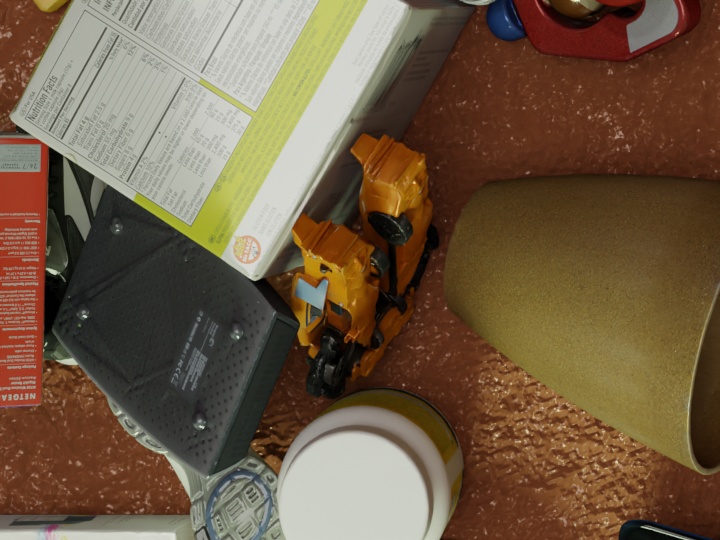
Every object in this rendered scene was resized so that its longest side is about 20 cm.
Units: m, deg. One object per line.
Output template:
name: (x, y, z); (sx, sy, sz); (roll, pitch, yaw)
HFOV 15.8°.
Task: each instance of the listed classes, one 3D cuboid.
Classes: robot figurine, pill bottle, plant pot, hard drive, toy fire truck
robot figurine: (0.000, 0.000, 1.693); (0.058, 0.200, 0.145); (31, 66, 14)
pill bottle: (0.006, 0.140, 1.697); (0.114, 0.200, 0.115); (0, 92, 6)
plant pot: (0.162, 0.014, 1.683); (0.199, 0.186, 0.187); (17, 98, 26)
hard drive: (-0.119, 0.034, 1.695); (0.200, 0.042, 0.135); (38, 112, 43)
toy fire truck: (0.136, -0.229, 1.703); (0.168, 0.112, 0.201); (-23, 90, 40)

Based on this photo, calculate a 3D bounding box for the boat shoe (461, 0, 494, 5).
boat shoe: (0.016, -0.239, 1.707); (0.200, 0.066, 0.070); (45, 108, 31)

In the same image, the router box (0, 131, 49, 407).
router box: (-0.284, -0.008, 1.776); (0.200, 0.049, 0.181); (10, 99, 53)

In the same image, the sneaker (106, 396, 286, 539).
sneaker: (-0.093, 0.136, 1.780); (0.074, 0.087, 0.201); (-33, 80, 7)

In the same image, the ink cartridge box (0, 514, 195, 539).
ink cartridge box: (-0.213, 0.233, 1.827); (0.199, 0.067, 0.118); (-2, 94, 13)

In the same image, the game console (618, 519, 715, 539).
game console: (0.247, 0.268, 1.695); (0.199, 0.118, 0.172); (15, 88, 12)

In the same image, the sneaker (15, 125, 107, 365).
sneaker: (-0.215, -0.030, 1.794); (0.066, 0.090, 0.201); (-1, 95, 18)

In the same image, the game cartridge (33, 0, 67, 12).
game cartridge: (-0.215, -0.311, 1.808); (0.176, 0.032, 0.200); (-39, 88, 13)

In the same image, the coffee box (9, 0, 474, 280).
coffee box: (-0.074, -0.136, 1.699); (0.197, 0.200, 0.201); (32, 101, 10)
